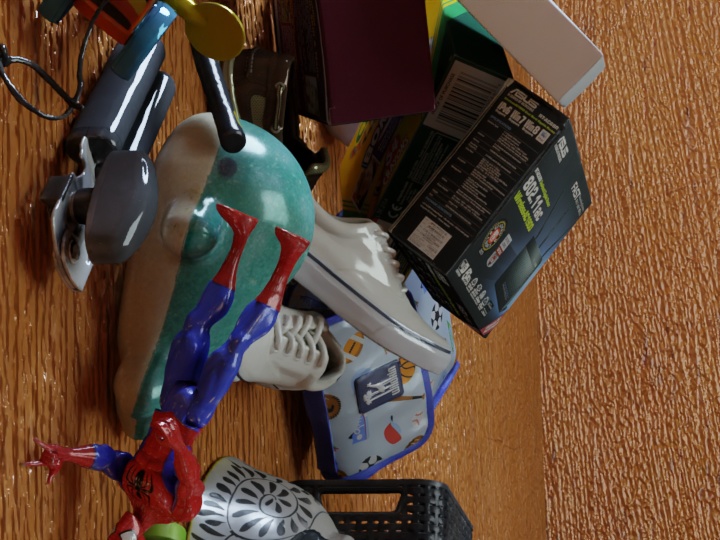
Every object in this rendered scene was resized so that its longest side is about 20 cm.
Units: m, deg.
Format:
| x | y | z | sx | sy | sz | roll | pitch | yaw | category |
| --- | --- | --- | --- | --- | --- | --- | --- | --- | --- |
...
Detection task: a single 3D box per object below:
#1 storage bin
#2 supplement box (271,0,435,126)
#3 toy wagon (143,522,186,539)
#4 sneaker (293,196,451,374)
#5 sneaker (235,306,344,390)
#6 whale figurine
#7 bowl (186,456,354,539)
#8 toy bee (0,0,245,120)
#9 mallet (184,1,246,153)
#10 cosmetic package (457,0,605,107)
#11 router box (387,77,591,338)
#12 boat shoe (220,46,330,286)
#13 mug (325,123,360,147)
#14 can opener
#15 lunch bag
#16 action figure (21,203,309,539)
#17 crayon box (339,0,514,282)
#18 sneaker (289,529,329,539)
| x | y | z | sx | sy | sz | roll | pitch | yaw | category |
| --- | --- | --- | --- | --- | --- | --- | --- | --- | --- |
| 0.018 | 0.243 | 1.271 | 0.200 | 0.134 | 0.095 | 62 | 28 | -65 | storage bin |
| -0.010 | -0.179 | 1.191 | 0.200 | 0.085 | 0.112 | -143 | -134 | -74 | supplement box |
| -0.126 | 0.227 | 0.884 | 0.200 | 0.039 | 0.157 | 65 | 26 | -58 | toy wagon |
| 0.000 | 0.000 | 1.110 | 0.200 | 0.071 | 0.073 | 38 | -1 | -20 | sneaker |
| -0.059 | 0.046 | 1.096 | 0.200 | 0.070 | 0.074 | 32 | 57 | -74 | sneaker |
| -0.089 | 0.006 | 0.917 | 0.159 | 0.103 | 0.202 | 110 | -5 | -67 | whale figurine |
| -0.051 | 0.233 | 1.082 | 0.201 | 0.093 | 0.203 | -3 | 90 | -78 | bowl |
| -0.114 | -0.153 | 0.811 | 0.130 | 0.109 | 0.201 | 30 | 24 | -31 | toy bee |
| -0.099 | -0.143 | 0.935 | 0.066 | 0.041 | 0.201 | 74 | -3 | -61 | mallet |
| 0.096 | -0.209 | 1.121 | 0.200 | 0.052 | 0.151 | 46 | 12 | 3 | cosmetic package |
| 0.108 | -0.043 | 1.198 | 0.150 | 0.062 | 0.200 | -52 | 160 | -4 | router box |
| -0.060 | -0.072 | 1.142 | 0.075 | 0.074 | 0.204 | -76 | 159 | -51 | boat shoe |
| 0.047 | -0.169 | 1.445 | 0.187 | 0.151 | 0.151 | 52 | 37 | -69 | mug |
| -0.129 | -0.066 | 0.861 | 0.201 | 0.066 | 0.054 | -77 | 160 | -49 | can opener |
| 0.007 | 0.064 | 1.318 | 0.200 | 0.123 | 0.171 | -50 | 137 | -51 | lunch bag |
| -0.104 | 0.061 | 0.809 | 0.099 | 0.065 | 0.202 | 22 | 89 | -61 | action figure |
| 0.048 | -0.118 | 1.254 | 0.173 | 0.058 | 0.201 | -97 | -149 | -59 | crayon box |
| -0.004 | 0.239 | 0.992 | 0.098 | 0.071 | 0.201 | -48 | 126 | -11 | sneaker |
